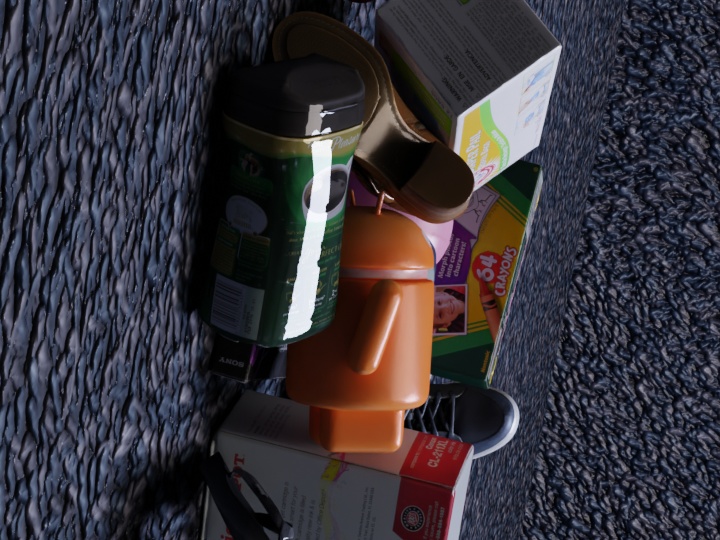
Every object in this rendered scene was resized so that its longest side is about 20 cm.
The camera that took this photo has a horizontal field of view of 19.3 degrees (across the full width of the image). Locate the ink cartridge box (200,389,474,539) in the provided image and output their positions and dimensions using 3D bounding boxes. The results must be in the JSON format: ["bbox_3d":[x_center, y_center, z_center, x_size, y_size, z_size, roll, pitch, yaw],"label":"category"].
[{"bbox_3d":[-0.021,0.195,1.716,0.083,0.198,0.147,-57,159,-62],"label":"ink cartridge box"}]

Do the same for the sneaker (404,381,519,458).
[{"bbox_3d":[0.035,0.133,1.914,0.146,0.200,0.078,23,67,-75],"label":"sneaker"}]

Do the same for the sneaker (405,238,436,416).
[{"bbox_3d":[0.031,0.068,1.738,0.070,0.082,0.202,-3,122,-34],"label":"sneaker"}]

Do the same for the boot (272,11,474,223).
[{"bbox_3d":[0.006,-0.113,1.641,0.077,0.199,0.155,-53,-176,-6],"label":"boot"}]

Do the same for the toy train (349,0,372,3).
[{"bbox_3d":[0.040,-0.248,1.701,0.200,0.115,0.085,-58,158,-57],"label":"toy train"}]

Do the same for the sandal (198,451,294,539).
[{"bbox_3d":[-0.082,0.176,1.579,0.077,0.043,0.200,64,-6,-20],"label":"sandal"}]

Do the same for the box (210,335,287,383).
[{"bbox_3d":[-0.063,-0.013,1.683,0.143,0.036,0.202,9,93,-77],"label":"box"}]

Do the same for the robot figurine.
[{"bbox_3d":[0.001,0.038,1.641,0.144,0.116,0.202,-1,94,-65],"label":"robot figurine"}]

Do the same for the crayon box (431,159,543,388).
[{"bbox_3d":[0.057,-0.014,1.902,0.058,0.171,0.202,62,43,-77],"label":"crayon box"}]

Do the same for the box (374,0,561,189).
[{"bbox_3d":[0.080,-0.149,1.687,0.101,0.113,0.200,-34,165,-12],"label":"box"}]

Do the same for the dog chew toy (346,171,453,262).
[{"bbox_3d":[0.000,0.000,1.808,0.124,0.124,0.202,17,95,-78],"label":"dog chew toy"}]

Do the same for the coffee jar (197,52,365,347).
[{"bbox_3d":[-0.057,-0.053,1.525,0.104,0.085,0.202,-18,124,-50],"label":"coffee jar"}]
